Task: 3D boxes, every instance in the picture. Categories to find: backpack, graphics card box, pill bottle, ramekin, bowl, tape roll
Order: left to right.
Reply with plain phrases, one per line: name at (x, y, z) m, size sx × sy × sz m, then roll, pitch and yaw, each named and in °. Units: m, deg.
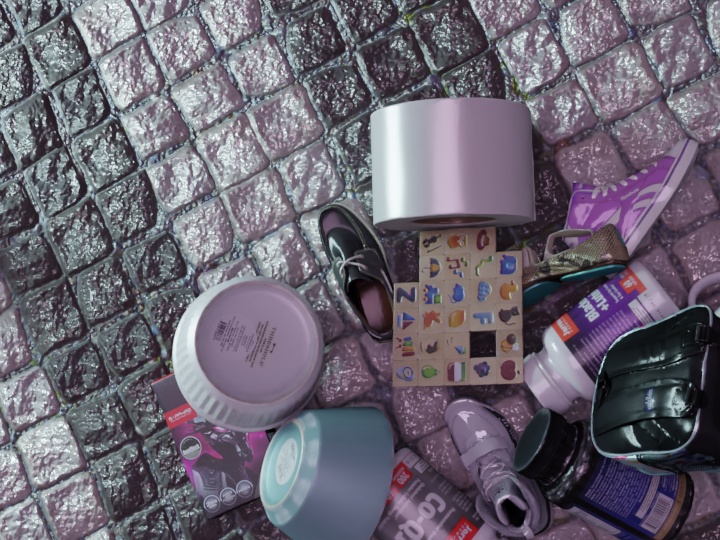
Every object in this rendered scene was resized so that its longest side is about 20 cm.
graphics card box at (-0.182, 0.214, 1.643) m, size 0.125 × 0.051 × 0.201 m, roll -24°, pitch 83°, yaw 8°
ramekin at (-0.137, 0.101, 1.576) m, size 0.199 × 0.105 × 0.202 m, roll 3°, pitch 77°, yaw -11°
bowl at (-0.054, 0.252, 1.528) m, size 0.105 × 0.201 × 0.202 m, roll 20°, pitch 91°, yaw -24°
pill bottle at (0.097, 0.326, 1.548) m, size 0.200 × 0.114 × 0.114 m, roll 38°, pitch 94°, yaw 11°
tape roll at (0.112, -0.127, 1.529) m, size 0.201 × 0.203 × 0.140 m, roll -3°, pitch 86°, yaw 11°
pill bottle at (0.294, 0.090, 1.525) m, size 0.200 × 0.111 × 0.112 m, roll -38°, pitch 81°, yaw 6°
pill bottle at (0.289, 0.248, 1.490) m, size 0.199 × 0.112 × 0.112 m, roll 29°, pitch 92°, yaw -8°
backpack at (0.355, 0.143, 1.389) m, size 0.150 × 0.200 × 0.179 m, roll 25°, pitch 65°, yaw -26°

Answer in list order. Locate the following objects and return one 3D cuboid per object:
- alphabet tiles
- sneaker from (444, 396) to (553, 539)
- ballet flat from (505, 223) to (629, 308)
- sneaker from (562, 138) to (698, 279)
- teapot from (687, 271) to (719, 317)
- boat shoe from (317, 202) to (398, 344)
alphabet tiles at (0.121, 0.044, 1.550) m, size 0.166 × 0.008 × 0.201 m, roll -3°, pitch 74°, yaw 18°
sneaker at (0.167, 0.246, 1.537) m, size 0.075 × 0.115 × 0.201 m, roll -35°, pitch 81°, yaw 11°
ballet flat at (0.241, -0.007, 1.550) m, size 0.199 × 0.068 × 0.076 m, roll -25°, pitch 69°, yaw 33°
sneaker at (0.330, -0.100, 1.552) m, size 0.114 × 0.073 × 0.201 m, roll 37°, pitch 94°, yaw 14°
teapot at (0.504, 0.087, 1.467) m, size 0.200 × 0.197 × 0.146 m, roll 50°, pitch 64°, yaw -8°
boat shoe at (0.000, 0.000, 1.612) m, size 0.072 × 0.068 × 0.201 m, roll -27°, pitch 81°, yaw 10°
